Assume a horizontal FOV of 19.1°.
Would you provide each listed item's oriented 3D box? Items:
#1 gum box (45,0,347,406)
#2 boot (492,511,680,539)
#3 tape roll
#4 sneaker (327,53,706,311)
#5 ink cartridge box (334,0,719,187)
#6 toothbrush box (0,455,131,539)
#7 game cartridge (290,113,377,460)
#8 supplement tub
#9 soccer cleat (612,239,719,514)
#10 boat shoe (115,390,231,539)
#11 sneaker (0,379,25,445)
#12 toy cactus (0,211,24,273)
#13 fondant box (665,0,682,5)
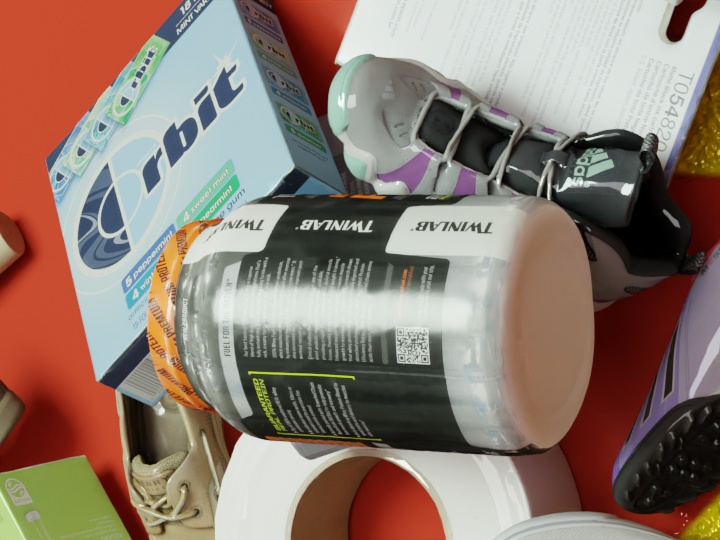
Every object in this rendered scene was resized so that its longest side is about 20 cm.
[{"bbox_3d":[-0.098,-0.053,1.203,0.170,0.044,0.201,-47,39,21],"label":"gum box"},{"bbox_3d":[0.154,0.168,1.043,0.198,0.096,0.074,10,93,6],"label":"boot"},{"bbox_3d":[0.019,0.148,1.172,0.201,0.071,0.205,0,89,30],"label":"tape roll"},{"bbox_3d":[0.090,-0.054,1.056,0.139,0.199,0.078,-14,50,55],"label":"sneaker"},{"bbox_3d":[0.110,-0.166,1.127,0.199,0.041,0.201,23,95,20],"label":"ink cartridge box"},{"bbox_3d":[-0.185,0.236,1.267,0.146,0.086,0.201,-44,68,31],"label":"toothbrush box"},{"bbox_3d":[0.000,0.000,1.153,0.132,0.041,0.201,-17,55,14],"label":"game cartridge"},{"bbox_3d":[0.004,0.024,1.036,0.198,0.122,0.124,2,90,28],"label":"supplement tub"},{"bbox_3d":[0.187,0.036,1.091,0.201,0.068,0.073,-58,42,20],"label":"soccer cleat"},{"bbox_3d":[-0.110,0.123,1.247,0.071,0.064,0.202,-16,82,28],"label":"boat shoe"},{"bbox_3d":[-0.290,0.131,1.293,0.075,0.070,0.200,42,94,-6],"label":"sneaker"},{"bbox_3d":[-0.290,0.012,1.344,0.164,0.102,0.201,-31,66,15],"label":"toy cactus"},{"bbox_3d":[0.118,-0.242,1.010,0.144,0.058,0.201,30,143,19],"label":"fondant box"}]
